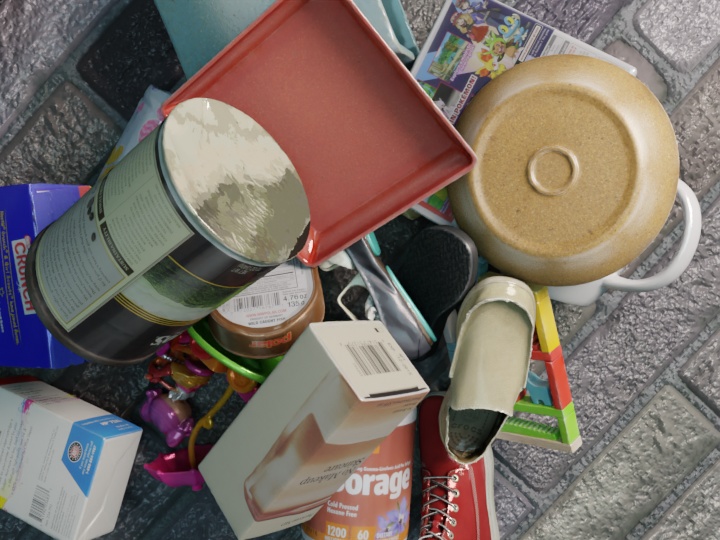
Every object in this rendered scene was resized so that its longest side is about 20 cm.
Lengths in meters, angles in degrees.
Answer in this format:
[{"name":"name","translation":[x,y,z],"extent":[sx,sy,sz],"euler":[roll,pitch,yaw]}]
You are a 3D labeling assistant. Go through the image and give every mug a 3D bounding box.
[{"name":"mug","translation":[0.226,-0.053,0.779],"extent":[0.200,0.147,0.176],"euler":[24,101,40]}]

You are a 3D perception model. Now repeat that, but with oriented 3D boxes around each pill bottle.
[{"name":"pill bottle","translation":[0.000,0.179,0.830],"extent":[0.112,0.112,0.201],"euler":[3,95,-1]}]

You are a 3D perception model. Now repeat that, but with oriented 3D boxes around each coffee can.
[{"name":"coffee can","translation":[-0.161,-0.026,0.673],"extent":[0.200,0.146,0.147],"euler":[-32,95,32]}]

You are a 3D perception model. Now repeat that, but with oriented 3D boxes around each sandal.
[{"name":"sandal","translation":[0.076,0.017,0.798],"extent":[0.048,0.201,0.075],"euler":[-26,66,-27]}]

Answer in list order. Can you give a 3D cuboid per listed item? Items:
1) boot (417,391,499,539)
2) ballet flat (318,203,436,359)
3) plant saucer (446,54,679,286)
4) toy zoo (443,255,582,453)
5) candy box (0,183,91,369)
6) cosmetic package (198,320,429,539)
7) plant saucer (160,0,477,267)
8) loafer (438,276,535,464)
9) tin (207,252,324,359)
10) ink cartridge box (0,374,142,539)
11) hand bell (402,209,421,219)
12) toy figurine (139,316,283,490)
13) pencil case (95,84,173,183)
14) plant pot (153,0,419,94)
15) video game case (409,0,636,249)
[{"name":"boot","translation":[0.081,0.232,0.815],"extent":[0.072,0.144,0.201],"euler":[-10,95,30]},{"name":"ballet flat","translation":[0.000,0.000,0.776],"extent":[0.073,0.073,0.201],"euler":[-28,89,2]},{"name":"plant saucer","translation":[0.165,-0.085,0.690],"extent":[0.199,0.035,0.201],"euler":[2,96,21]},{"name":"toy zoo","translation":[0.141,0.080,0.808],"extent":[0.020,0.131,0.201],"euler":[-29,110,-39]},{"name":"candy box","translation":[-0.345,0.006,0.790],"extent":[0.199,0.077,0.170],"euler":[-1,96,33]},{"name":"cosmetic package","translation":[-0.045,0.143,0.730],"extent":[0.200,0.103,0.087],"euler":[-52,60,28]},{"name":"plant saucer","translation":[-0.035,-0.121,0.683],"extent":[0.200,0.037,0.200],"euler":[-30,113,32]},{"name":"loafer","translation":[0.118,0.099,0.746],"extent":[0.075,0.068,0.201],"euler":[6,121,-1]},{"name":"tin","translation":[-0.095,-0.004,0.785],"extent":[0.111,0.201,0.042],"euler":[-6,136,-7]},{"name":"ink cartridge box","translation":[-0.336,0.183,0.833],"extent":[0.199,0.067,0.117],"euler":[20,95,20]},{"name":"hand bell","translation":[0.012,-0.057,0.837],"extent":[0.200,0.104,0.104],"euler":[-32,94,14]},{"name":"toy figurine","translation":[-0.170,0.129,0.829],"extent":[0.200,0.150,0.185],"euler":[37,105,20]},{"name":"pencil case","translation":[-0.217,-0.087,0.824],"extent":[0.091,0.083,0.201],"euler":[28,94,-41]},{"name":"plant pot","translation":[-0.074,-0.248,0.764],"extent":[0.199,0.196,0.197],"euler":[-22,94,14]},{"name":"video game case","translation":[0.118,-0.130,0.735],"extent":[0.182,0.023,0.201],"euler":[31,105,15]}]
